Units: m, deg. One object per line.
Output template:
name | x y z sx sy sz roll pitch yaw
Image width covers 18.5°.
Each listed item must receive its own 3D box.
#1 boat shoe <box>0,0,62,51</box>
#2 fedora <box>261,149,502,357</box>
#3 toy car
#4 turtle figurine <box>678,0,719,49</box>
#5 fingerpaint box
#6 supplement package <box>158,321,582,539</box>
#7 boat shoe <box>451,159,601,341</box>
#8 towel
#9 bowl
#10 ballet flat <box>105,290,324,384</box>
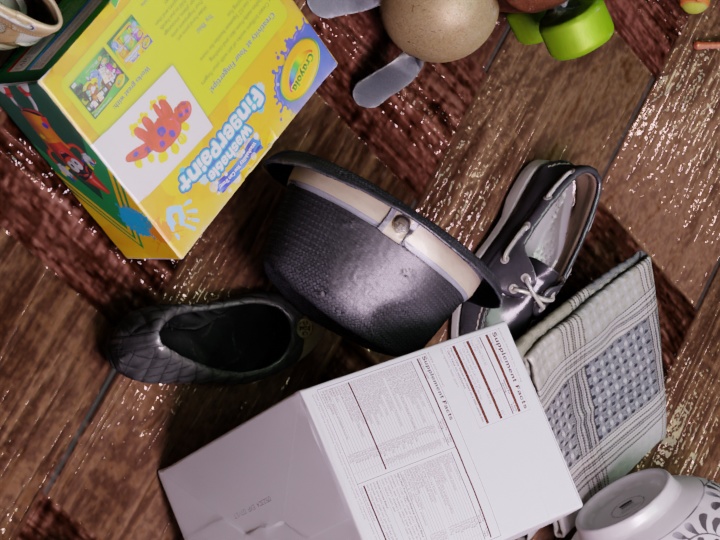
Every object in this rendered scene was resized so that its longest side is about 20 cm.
boat shoe | -0.266 -0.216 1.408 0.200 0.076 0.072 38 67 -36
fedora | 0.000 0.000 1.594 0.200 0.200 0.092 38 79 -36
toy car | 0.063 -0.213 1.697 0.200 0.158 0.165 -31 110 -6
turtle figurine | 0.298 -0.290 1.922 0.200 0.064 0.162 26 74 -39
fingerpaint box | -0.134 -0.135 1.532 0.167 0.073 0.200 52 59 -29
supplement package | 0.006 0.153 1.564 0.200 0.191 0.147 -17 80 -41
boat shoe | 0.137 -0.001 1.788 0.074 0.060 0.200 44 63 -35
towel | 0.188 0.107 1.825 0.200 0.034 0.193 -34 130 -35
bowl | 0.234 0.224 1.801 0.201 0.201 0.094 -40 105 -34
ballet flat | -0.094 0.051 1.581 0.200 0.057 0.067 -7 92 -47
